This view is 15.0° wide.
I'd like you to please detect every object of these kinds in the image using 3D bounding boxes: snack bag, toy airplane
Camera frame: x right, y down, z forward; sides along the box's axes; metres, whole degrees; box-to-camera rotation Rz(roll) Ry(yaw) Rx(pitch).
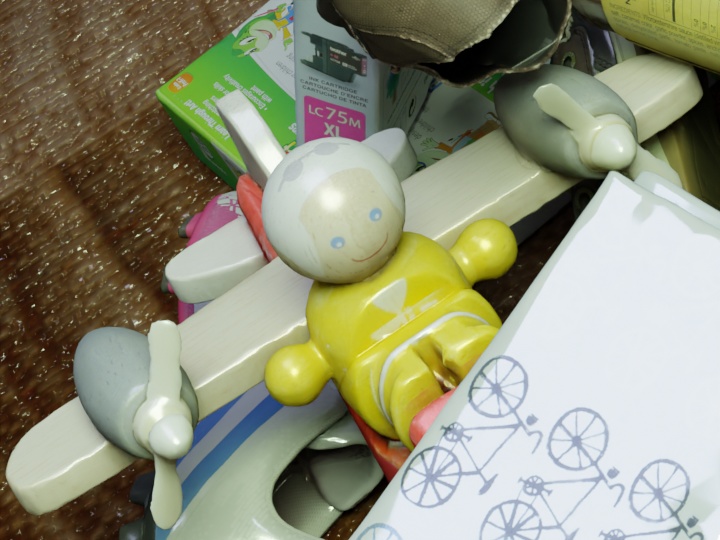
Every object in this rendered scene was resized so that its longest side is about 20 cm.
[{"bbox_3d":[0.095,0.085,0.748,0.200,0.021,0.189,32,81,34],"label":"snack bag"},{"bbox_3d":[0.000,0.000,0.883,0.198,0.141,0.201,5,57,21],"label":"toy airplane"}]

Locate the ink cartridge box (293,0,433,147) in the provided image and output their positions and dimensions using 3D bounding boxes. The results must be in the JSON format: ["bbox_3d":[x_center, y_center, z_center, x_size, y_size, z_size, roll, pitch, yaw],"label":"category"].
[{"bbox_3d":[0.013,-0.138,0.983,0.042,0.200,0.120,19,54,12],"label":"ink cartridge box"}]

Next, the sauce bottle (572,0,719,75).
[{"bbox_3d":[0.153,-0.079,0.846,0.200,0.065,0.065,26,64,39],"label":"sauce bottle"}]

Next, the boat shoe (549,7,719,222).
[{"bbox_3d":[0.089,-0.049,0.965,0.066,0.072,0.202,-27,56,20],"label":"boat shoe"}]

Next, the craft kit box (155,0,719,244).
[{"bbox_3d":[0.039,-0.085,1.101,0.197,0.049,0.200,-37,35,-9],"label":"craft kit box"}]

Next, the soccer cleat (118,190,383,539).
[{"bbox_3d":[-0.029,0.049,0.982,0.086,0.070,0.201,-7,45,13],"label":"soccer cleat"}]

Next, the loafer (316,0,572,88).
[{"bbox_3d":[0.028,-0.084,0.861,0.073,0.071,0.200,-44,-6,11],"label":"loafer"}]
